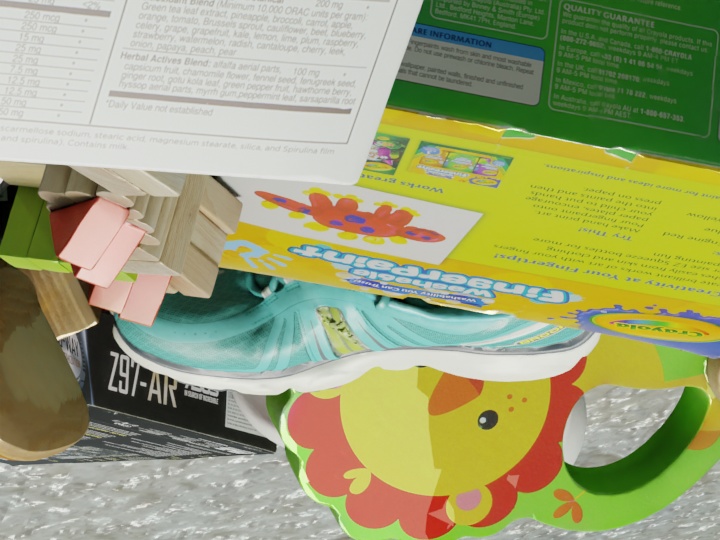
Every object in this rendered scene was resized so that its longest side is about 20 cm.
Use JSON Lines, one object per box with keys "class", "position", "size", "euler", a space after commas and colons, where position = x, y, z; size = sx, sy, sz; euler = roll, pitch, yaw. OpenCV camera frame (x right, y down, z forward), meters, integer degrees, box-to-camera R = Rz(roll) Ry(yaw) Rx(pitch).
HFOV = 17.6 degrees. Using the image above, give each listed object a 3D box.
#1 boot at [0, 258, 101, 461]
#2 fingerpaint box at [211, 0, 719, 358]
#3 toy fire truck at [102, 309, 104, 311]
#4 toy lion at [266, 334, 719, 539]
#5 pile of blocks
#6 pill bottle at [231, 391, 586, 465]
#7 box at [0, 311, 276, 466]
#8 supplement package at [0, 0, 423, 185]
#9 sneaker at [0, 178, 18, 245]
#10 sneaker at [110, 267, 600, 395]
{"class": "boot", "position": [-0.175, 0.047, 0.858], "size": [0.144, 0.071, 0.201], "euler": [-22, -167, 6]}
{"class": "fingerpaint box", "position": [0.053, -0.044, 0.774], "size": [0.199, 0.074, 0.167], "euler": [10, 160, -6]}
{"class": "toy fire truck", "position": [-0.103, -0.033, 0.953], "size": [0.199, 0.049, 0.141], "euler": [-16, 156, 13]}
{"class": "toy lion", "position": [0.067, 0.047, 1.000], "size": [0.200, 0.069, 0.192], "euler": [37, 98, -27]}
{"class": "pile of blocks", "position": [-0.084, -0.025, 0.677], "size": [0.082, 0.062, 0.200], "euler": [14, 164, 3]}
{"class": "pill bottle", "position": [0.031, 0.053, 1.121], "size": [0.113, 0.113, 0.200], "euler": [-21, 154, 24]}
{"class": "box", "position": [-0.154, 0.054, 1.066], "size": [0.160, 0.044, 0.200], "euler": [-5, 166, 29]}
{"class": "supplement package", "position": [-0.060, -0.145, 0.499], "size": [0.150, 0.152, 0.200], "euler": [3, 125, -27]}
{"class": "sneaker", "position": [-0.174, -0.017, 0.806], "size": [0.111, 0.077, 0.200], "euler": [12, 142, -24]}
{"class": "sneaker", "position": [0.000, 0.000, 0.896], "size": [0.199, 0.078, 0.080], "euler": [-4, 161, 4]}
